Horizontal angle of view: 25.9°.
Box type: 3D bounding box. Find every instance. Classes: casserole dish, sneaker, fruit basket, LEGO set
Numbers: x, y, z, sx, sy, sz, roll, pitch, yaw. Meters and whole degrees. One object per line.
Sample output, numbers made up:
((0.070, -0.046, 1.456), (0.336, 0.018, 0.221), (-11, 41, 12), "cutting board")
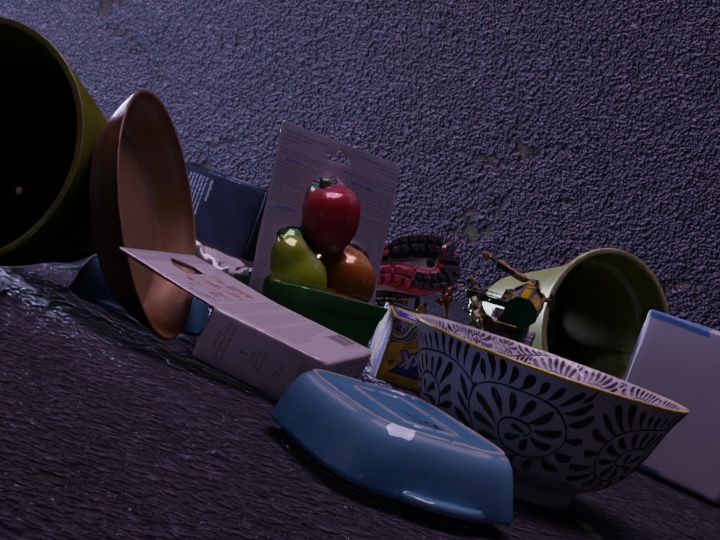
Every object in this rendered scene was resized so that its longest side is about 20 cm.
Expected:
((-0.190, 0.015, 1.395), (0.121, 0.039, 0.200), (18, 4, -3), "casserole dish")
((0.000, 0.000, 1.605), (0.200, 0.081, 0.075), (9, -18, -20), "sneaker")
((-0.040, -0.018, 1.414), (0.094, 0.200, 0.185), (3, -7, 36), "fruit basket")
((0.122, 0.042, 1.744), (0.200, 0.154, 0.116), (8, 27, 18), "LEGO set")
((-0.148, 0.008, 1.586), (0.200, 0.067, 0.090), (23, 0, 13), "sneaker")
((0.021, 0.102, 0.953), (0.121, 0.039, 0.200), (17, 4, -22), "casserole dish")

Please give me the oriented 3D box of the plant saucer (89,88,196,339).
((-0.176, -0.043, 1.251), (0.035, 0.201, 0.200), (-5, -1, 9), "plant saucer")

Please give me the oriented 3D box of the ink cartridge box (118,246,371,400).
((-0.091, 0.044, 1.214), (0.176, 0.045, 0.200), (27, 4, 10), "ink cartridge box")

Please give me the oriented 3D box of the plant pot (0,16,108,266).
((-0.282, -0.086, 1.298), (0.200, 0.201, 0.193), (20, -4, 17), "plant pot")

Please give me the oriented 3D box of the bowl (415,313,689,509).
((0.118, 0.106, 1.089), (0.200, 0.094, 0.201), (19, 3, -1), "bowl")

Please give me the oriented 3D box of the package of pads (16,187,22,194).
((-0.286, -0.075, 1.548), (0.200, 0.068, 0.155), (-7, 3, -1), "package of pads")

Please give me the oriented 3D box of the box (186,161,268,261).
((-0.206, -0.090, 2.565), (0.200, 0.118, 0.197), (22, 3, 25), "box")

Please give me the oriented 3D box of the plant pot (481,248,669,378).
((0.245, 0.073, 1.932), (0.200, 0.201, 0.184), (17, -9, -32), "plant pot")

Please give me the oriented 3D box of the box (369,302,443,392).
((0.052, 0.076, 1.555), (0.070, 0.064, 0.200), (18, 2, -2), "box")

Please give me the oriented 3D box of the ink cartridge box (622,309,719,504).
((0.364, 0.143, 1.503), (0.200, 0.146, 0.147), (17, 4, -42), "ink cartridge box")
